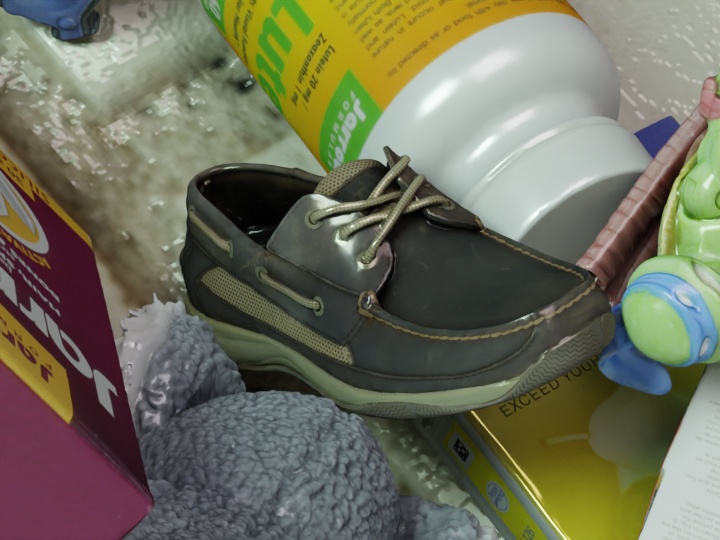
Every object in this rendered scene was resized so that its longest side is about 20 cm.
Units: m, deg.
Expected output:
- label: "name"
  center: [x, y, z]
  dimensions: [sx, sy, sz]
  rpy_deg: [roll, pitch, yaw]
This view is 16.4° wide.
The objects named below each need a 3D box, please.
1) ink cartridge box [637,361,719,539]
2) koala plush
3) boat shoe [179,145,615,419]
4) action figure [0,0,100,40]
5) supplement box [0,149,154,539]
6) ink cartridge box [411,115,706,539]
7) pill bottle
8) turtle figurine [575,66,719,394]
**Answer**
- label: "ink cartridge box"
  center: [0.160, 0.080, 0.870]
  dimensions: [0.109, 0.050, 0.200]
  rpy_deg: [22, 49, 11]
- label: "koala plush"
  center: [-0.048, 0.106, 0.794]
  dimensions: [0.177, 0.184, 0.200]
  rpy_deg: [34, 42, 7]
- label: "boat shoe"
  center: [0.000, 0.000, 0.862]
  dimensions: [0.200, 0.073, 0.074]
  rpy_deg: [7, 32, 46]
- label: "action figure"
  center: [-0.138, -0.190, 0.938]
  dimensions: [0.193, 0.200, 0.105]
  rpy_deg: [16, 57, 2]
- label: "supplement box"
  center: [-0.146, 0.014, 0.702]
  dimensions: [0.131, 0.103, 0.200]
  rpy_deg: [47, 7, -24]
- label: "ink cartridge box"
  center: [0.118, 0.037, 0.958]
  dimensions: [0.198, 0.047, 0.200]
  rpy_deg: [-27, 70, -30]
- label: "pill bottle"
  center: [0.028, -0.075, 0.945]
  dimensions: [0.111, 0.111, 0.200]
  rpy_deg: [-19, 55, -27]
- label: "turtle figurine"
  center: [0.182, -0.036, 0.836]
  dimensions: [0.144, 0.200, 0.194]
  rpy_deg: [40, 44, 7]
